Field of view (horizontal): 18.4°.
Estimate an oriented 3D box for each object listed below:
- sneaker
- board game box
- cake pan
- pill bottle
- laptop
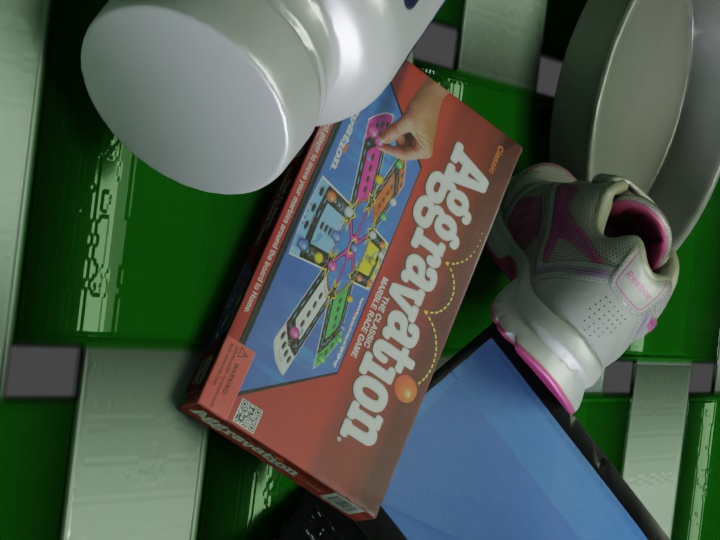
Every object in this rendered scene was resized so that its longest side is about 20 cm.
[{"bbox_3d":[0.118,-0.007,1.119,0.081,0.088,0.200,48,16,-21],"label":"sneaker"},{"bbox_3d":[0.000,0.000,0.999,0.103,0.019,0.201,35,62,-25],"label":"board game box"},{"bbox_3d":[0.165,-0.098,1.275,0.200,0.037,0.201,-34,132,-48],"label":"cake pan"},{"bbox_3d":[-0.022,-0.128,0.877,0.200,0.119,0.120,-57,142,-38],"label":"pill bottle"},{"bbox_3d":[0.057,0.153,1.017,0.177,0.103,0.200,52,25,-7],"label":"laptop"}]
